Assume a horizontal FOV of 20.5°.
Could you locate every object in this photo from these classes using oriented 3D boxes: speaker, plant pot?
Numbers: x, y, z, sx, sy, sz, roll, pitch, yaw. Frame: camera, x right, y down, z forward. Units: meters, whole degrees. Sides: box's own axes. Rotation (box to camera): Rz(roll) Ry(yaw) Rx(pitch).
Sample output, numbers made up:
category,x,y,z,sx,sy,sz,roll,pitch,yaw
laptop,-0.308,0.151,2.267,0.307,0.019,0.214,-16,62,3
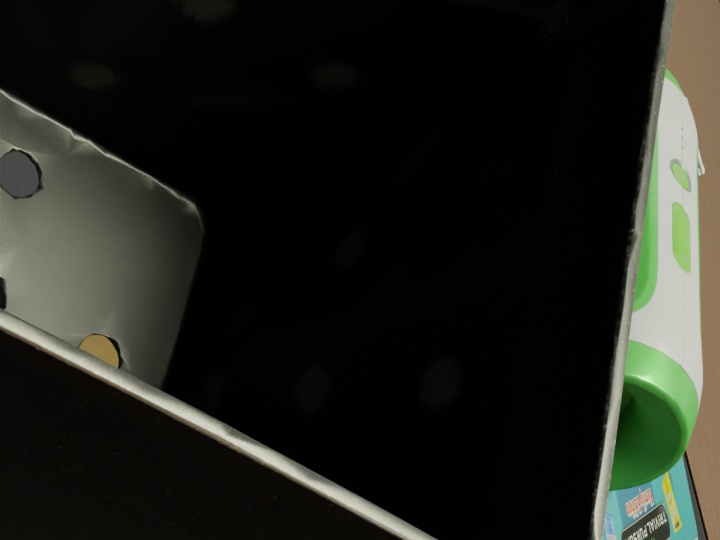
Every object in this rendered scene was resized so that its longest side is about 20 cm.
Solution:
category,x,y,z,sx,sy,sz,roll,pitch,yaw
speaker,0.104,-0.006,0.855,0.201,0.088,0.089,-82,150,-45
plant pot,-0.059,-0.023,0.506,0.199,0.177,0.201,30,56,-26

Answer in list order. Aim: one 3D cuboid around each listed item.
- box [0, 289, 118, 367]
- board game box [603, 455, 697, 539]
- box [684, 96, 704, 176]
category,x,y,z,sx,sy,sz,roll,pitch,yaw
box,-0.102,0.083,0.632,0.163,0.021,0.202,-23,99,-55
board game box,0.055,0.126,0.882,0.200,0.150,0.047,-8,85,-69
box,0.089,-0.048,1.067,0.200,0.156,0.050,-20,96,-70
